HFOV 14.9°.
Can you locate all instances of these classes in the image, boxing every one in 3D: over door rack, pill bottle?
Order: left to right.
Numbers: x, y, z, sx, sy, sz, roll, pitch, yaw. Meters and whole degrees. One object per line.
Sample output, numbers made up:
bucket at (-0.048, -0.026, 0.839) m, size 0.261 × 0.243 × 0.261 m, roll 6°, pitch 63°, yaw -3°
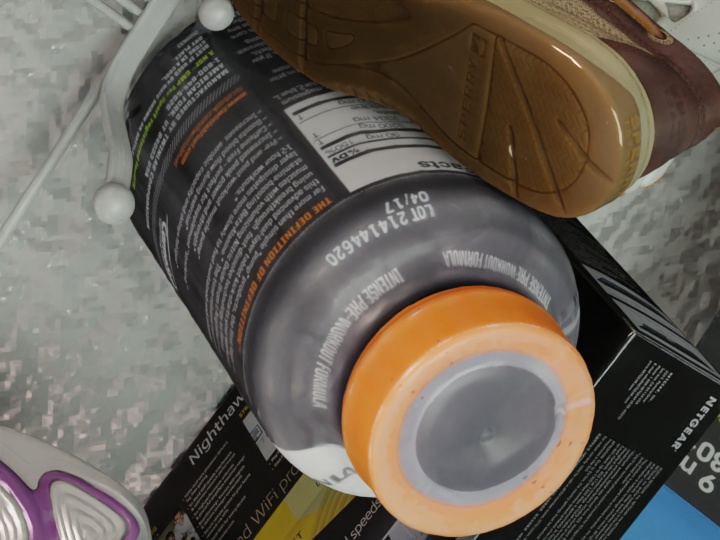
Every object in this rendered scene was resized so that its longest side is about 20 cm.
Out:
over door rack at (-0.149, -0.043, 0.843) m, size 0.148 × 0.067 × 0.200 m, roll 34°, pitch 101°, yaw -34°
pill bottle at (0.000, 0.000, 0.851) m, size 0.106 × 0.200 × 0.107 m, roll -11°, pitch 122°, yaw -18°

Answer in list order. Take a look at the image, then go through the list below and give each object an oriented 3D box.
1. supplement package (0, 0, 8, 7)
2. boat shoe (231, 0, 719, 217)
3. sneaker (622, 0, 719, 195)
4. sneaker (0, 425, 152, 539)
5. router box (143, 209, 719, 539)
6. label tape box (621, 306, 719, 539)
supplement package at (-0.169, -0.138, 0.688) m, size 0.120 × 0.200 × 0.121 m, roll -39°, pitch 135°, yaw 1°
boat shoe at (0.026, -0.089, 0.830) m, size 0.072 × 0.200 × 0.072 m, roll -25°, pitch 138°, yaw -38°
sneaker at (0.107, -0.086, 0.904) m, size 0.200 × 0.076 × 0.092 m, roll -14°, pitch 138°, yaw -43°
sneaker at (-0.162, 0.103, 0.902) m, size 0.199 × 0.075 × 0.100 m, roll -10°, pitch 154°, yaw 7°
router box at (0.015, 0.069, 0.925) m, size 0.052 × 0.157 × 0.200 m, roll 29°, pitch 104°, yaw -34°
label tape box at (0.178, 0.076, 0.986) m, size 0.063 × 0.144 × 0.200 m, roll -30°, pitch 153°, yaw -56°
